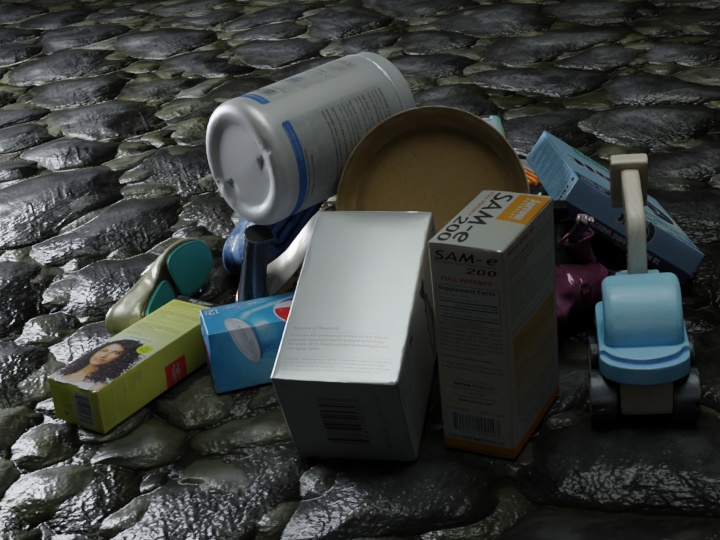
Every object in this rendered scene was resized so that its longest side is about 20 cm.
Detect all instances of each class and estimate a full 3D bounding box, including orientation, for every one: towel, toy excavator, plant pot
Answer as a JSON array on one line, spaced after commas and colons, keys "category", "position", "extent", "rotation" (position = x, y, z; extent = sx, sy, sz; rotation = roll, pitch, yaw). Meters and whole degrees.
[{"category": "towel", "position": [-0.106, -0.054, 1.455], "extent": [0.113, 0.048, 0.200], "rotation": [-58, 14, -16]}, {"category": "toy excavator", "position": [0.258, 0.014, 1.166], "extent": [0.098, 0.203, 0.195], "rotation": [-1, 24, 9]}, {"category": "plant pot", "position": [0.073, -0.061, 1.262], "extent": [0.196, 0.204, 0.027], "rotation": [0, 2, 13]}]

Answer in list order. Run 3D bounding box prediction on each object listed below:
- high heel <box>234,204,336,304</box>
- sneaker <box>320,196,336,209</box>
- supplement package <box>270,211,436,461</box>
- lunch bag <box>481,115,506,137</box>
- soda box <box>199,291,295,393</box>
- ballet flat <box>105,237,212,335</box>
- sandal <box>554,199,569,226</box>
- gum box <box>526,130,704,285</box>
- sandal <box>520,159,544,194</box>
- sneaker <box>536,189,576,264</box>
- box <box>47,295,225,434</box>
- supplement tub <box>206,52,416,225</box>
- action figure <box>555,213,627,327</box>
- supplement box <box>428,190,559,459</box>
[{"category": "high heel", "position": [-0.037, 0.005, 1.355], "extent": [0.197, 0.144, 0.072], "rotation": [-5, 44, -16]}, {"category": "sneaker", "position": [-0.039, -0.063, 1.559], "extent": [0.070, 0.077, 0.199], "rotation": [16, 32, 40]}, {"category": "supplement package", "position": [0.005, 0.056, 1.156], "extent": [0.115, 0.118, 0.202], "rotation": [0, 48, 15]}, {"category": "lunch bag", "position": [0.142, -0.076, 1.453], "extent": [0.076, 0.163, 0.201], "rotation": [-9, 29, 6]}, {"category": "soda box", "position": [-0.061, 0.063, 1.294], "extent": [0.197, 0.069, 0.064], "rotation": [-11, 24, -12]}, {"category": "ballet flat", "position": [-0.232, 0.021, 1.441], "extent": [0.068, 0.071, 0.200], "rotation": [1, 25, 16]}, {"category": "sandal", "position": [0.121, -0.039, 1.322], "extent": [0.198, 0.049, 0.075], "rotation": [-24, -19, 16]}, {"category": "gum box", "position": [0.282, -0.075, 1.426], "extent": [0.168, 0.045, 0.200], "rotation": [30, 17, -12]}, {"category": "sandal", "position": [0.209, -0.107, 1.634], "extent": [0.204, 0.060, 0.079], "rotation": [2, 32, -40]}, {"category": "sneaker", "position": [0.220, -0.054, 1.462], "extent": [0.066, 0.091, 0.201], "rotation": [-8, 24, -2]}, {"category": "box", "position": [-0.220, 0.092, 1.293], "extent": [0.074, 0.051, 0.199], "rotation": [10, 28, 32]}, {"category": "supplement tub", "position": [-0.050, -0.140, 1.317], "extent": [0.199, 0.134, 0.131], "rotation": [-26, 31, -37]}, {"category": "action figure", "position": [0.214, 0.029, 1.315], "extent": [0.197, 0.136, 0.149], "rotation": [-4, -22, -28]}, {"category": "supplement box", "position": [0.122, 0.046, 1.127], "extent": [0.072, 0.203, 0.126], "rotation": [7, 26, 27]}]
